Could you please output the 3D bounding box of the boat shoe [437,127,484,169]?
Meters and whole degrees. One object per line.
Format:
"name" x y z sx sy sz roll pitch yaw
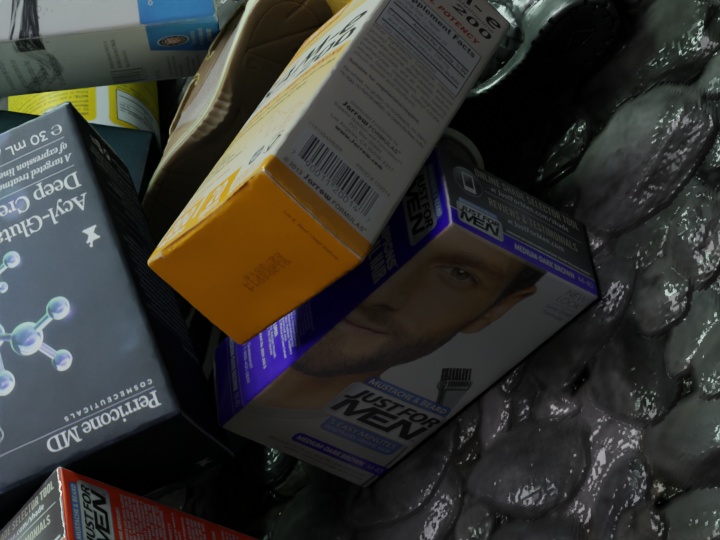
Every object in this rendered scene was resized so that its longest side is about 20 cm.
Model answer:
"boat shoe" 0.000 0.000 1.303 0.200 0.072 0.060 -48 0 30

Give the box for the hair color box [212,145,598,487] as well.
"hair color box" 0.021 0.030 1.231 0.200 0.109 0.065 -43 37 31

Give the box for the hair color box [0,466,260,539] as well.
"hair color box" -0.111 0.191 1.223 0.111 0.200 0.064 -46 37 28

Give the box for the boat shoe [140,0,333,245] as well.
"boat shoe" -0.076 -0.083 1.341 0.200 0.074 0.066 -59 16 11

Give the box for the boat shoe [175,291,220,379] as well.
"boat shoe" -0.120 0.022 1.488 0.074 0.060 0.200 32 95 57

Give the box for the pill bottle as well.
"pill bottle" -0.203 -0.096 1.642 0.112 0.112 0.200 -42 38 32

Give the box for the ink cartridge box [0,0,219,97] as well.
"ink cartridge box" -0.189 -0.164 1.377 0.145 0.200 0.084 108 155 -82

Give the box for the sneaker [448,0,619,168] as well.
"sneaker" 0.090 -0.142 1.305 0.200 0.060 0.104 -40 38 27

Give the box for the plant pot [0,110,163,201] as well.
"plant pot" -0.242 -0.031 1.471 0.141 0.200 0.142 97 -175 -82

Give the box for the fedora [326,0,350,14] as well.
"fedora" -0.027 -0.093 1.413 0.201 0.082 0.201 -35 42 39

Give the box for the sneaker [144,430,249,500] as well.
"sneaker" -0.155 0.104 1.357 0.070 0.200 0.082 -8 100 50

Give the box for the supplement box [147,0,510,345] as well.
"supplement box" -0.016 -0.070 1.198 0.126 0.074 0.200 -35 17 48

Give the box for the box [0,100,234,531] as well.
"box" -0.182 0.035 1.251 0.148 0.107 0.200 -25 69 5
